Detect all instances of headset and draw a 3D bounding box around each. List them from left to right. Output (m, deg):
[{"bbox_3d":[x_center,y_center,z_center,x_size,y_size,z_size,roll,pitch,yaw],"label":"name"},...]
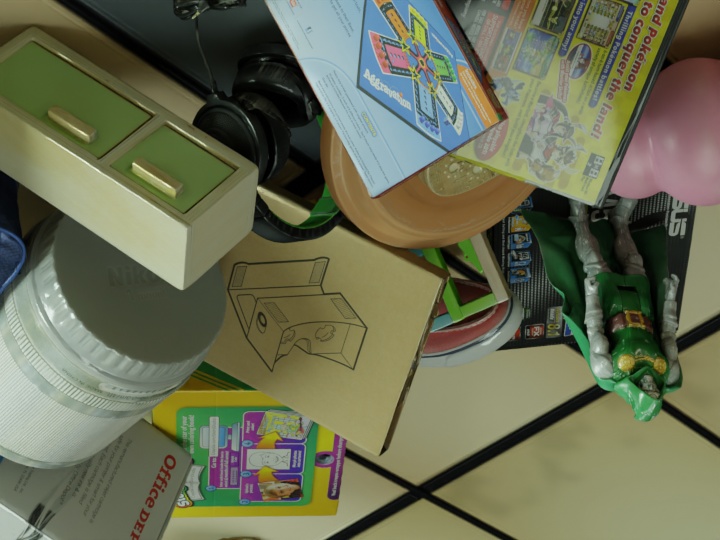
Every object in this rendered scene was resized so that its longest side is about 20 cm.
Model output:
[{"bbox_3d":[-0.060,-0.111,1.086,0.094,0.124,0.200,-8,129,42],"label":"headset"}]

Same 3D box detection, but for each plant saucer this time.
[{"bbox_3d":[0.067,-0.102,1.118,0.200,0.032,0.201,-17,127,-23],"label":"plant saucer"}]

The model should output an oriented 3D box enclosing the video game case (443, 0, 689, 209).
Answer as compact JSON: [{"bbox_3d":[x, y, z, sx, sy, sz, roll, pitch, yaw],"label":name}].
[{"bbox_3d":[0.109,-0.160,1.028,0.180,0.026,0.201,19,107,-6],"label":"video game case"}]

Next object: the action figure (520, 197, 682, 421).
[{"bbox_3d":[0.190,0.026,1.151,0.118,0.200,0.055,2,138,-10],"label":"action figure"}]

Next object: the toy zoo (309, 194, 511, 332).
[{"bbox_3d":[0.000,0.000,1.228,0.199,0.132,0.020,-23,180,15],"label":"toy zoo"}]

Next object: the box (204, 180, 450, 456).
[{"bbox_3d":[-0.044,0.029,1.207,0.200,0.021,0.164,27,118,17],"label":"box"}]

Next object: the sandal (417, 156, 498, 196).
[{"bbox_3d":[0.141,-0.105,1.092,0.211,0.070,0.078,-33,134,-9],"label":"sandal"}]

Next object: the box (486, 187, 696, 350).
[{"bbox_3d":[0.182,-0.019,1.284,0.160,0.044,0.200,-5,139,-1],"label":"box"}]

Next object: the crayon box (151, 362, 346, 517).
[{"bbox_3d":[-0.100,0.146,1.432,0.172,0.058,0.200,1,139,-6],"label":"crayon box"}]

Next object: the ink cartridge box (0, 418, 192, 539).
[{"bbox_3d":[-0.257,0.166,1.325,0.200,0.147,0.086,41,136,-23],"label":"ink cartridge box"}]

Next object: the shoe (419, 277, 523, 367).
[{"bbox_3d":[0.024,0.026,1.272,0.199,0.072,0.091,-5,143,31],"label":"shoe"}]

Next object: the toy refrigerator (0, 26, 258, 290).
[{"bbox_3d":[-0.169,-0.079,1.062,0.200,0.076,0.070,33,142,18],"label":"toy refrigerator"}]

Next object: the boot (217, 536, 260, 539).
[{"bbox_3d":[-0.125,0.359,1.664,0.175,0.066,0.201,-21,135,-41],"label":"boot"}]

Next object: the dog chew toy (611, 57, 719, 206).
[{"bbox_3d":[0.257,-0.102,1.145,0.199,0.125,0.125,-10,140,16],"label":"dog chew toy"}]

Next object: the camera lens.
[{"bbox_3d":[-0.213,0.048,1.209,0.160,0.160,0.200,22,141,-29],"label":"camera lens"}]

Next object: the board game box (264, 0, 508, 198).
[{"bbox_3d":[0.003,-0.157,1.011,0.103,0.200,0.019,-30,176,27],"label":"board game box"}]

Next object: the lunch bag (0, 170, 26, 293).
[{"bbox_3d":[-0.335,-0.024,1.148,0.136,0.133,0.200,22,127,-34],"label":"lunch bag"}]
